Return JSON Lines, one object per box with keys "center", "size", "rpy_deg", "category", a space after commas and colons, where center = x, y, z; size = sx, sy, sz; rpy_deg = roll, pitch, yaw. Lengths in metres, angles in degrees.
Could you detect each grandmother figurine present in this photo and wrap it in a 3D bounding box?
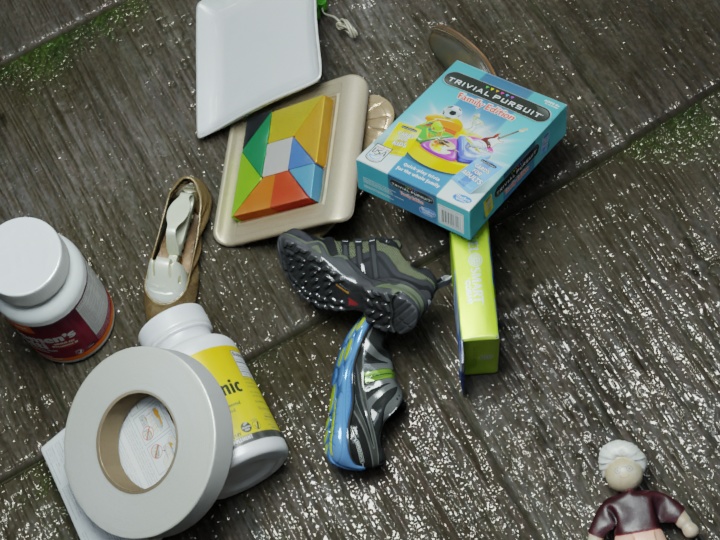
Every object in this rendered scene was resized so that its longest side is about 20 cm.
{"center": [0.295, 0.277, 1.560], "size": [0.120, 0.061, 0.202], "rpy_deg": [-9, 70, -7], "category": "grandmother figurine"}

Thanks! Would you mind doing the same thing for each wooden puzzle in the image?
{"center": [-0.086, -0.130, 1.727], "size": [0.199, 0.037, 0.187], "rpy_deg": [-9, 64, 36], "category": "wooden puzzle"}

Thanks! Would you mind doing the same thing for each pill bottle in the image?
{"center": [-0.169, 0.141, 1.633], "size": [0.111, 0.111, 0.201], "rpy_deg": [-28, 68, -5], "category": "pill bottle"}
{"center": [-0.349, 0.022, 1.650], "size": [0.108, 0.200, 0.111], "rpy_deg": [-2, 68, 5], "category": "pill bottle"}

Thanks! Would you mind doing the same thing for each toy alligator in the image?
{"center": [-0.085, -0.342, 1.841], "size": [0.054, 0.059, 0.200], "rpy_deg": [-39, 70, -9], "category": "toy alligator"}

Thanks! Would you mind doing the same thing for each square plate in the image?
{"center": [-0.121, -0.276, 1.791], "size": [0.199, 0.028, 0.200], "rpy_deg": [-21, 59, 33], "category": "square plate"}

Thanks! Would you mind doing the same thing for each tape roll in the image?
{"center": [-0.226, 0.181, 1.557], "size": [0.201, 0.037, 0.205], "rpy_deg": [-5, 80, 28], "category": "tape roll"}

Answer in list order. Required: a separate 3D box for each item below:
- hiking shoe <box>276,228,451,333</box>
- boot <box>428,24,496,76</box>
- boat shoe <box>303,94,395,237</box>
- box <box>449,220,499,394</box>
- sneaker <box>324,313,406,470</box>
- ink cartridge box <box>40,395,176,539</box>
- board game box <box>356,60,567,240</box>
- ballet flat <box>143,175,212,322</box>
{"center": [0.000, 0.000, 1.657], "size": [0.199, 0.076, 0.101], "rpy_deg": [27, 43, 24], "category": "hiking shoe"}
{"center": [0.121, -0.200, 1.756], "size": [0.097, 0.075, 0.200], "rpy_deg": [-35, 71, -11], "category": "boot"}
{"center": [-0.018, -0.112, 1.741], "size": [0.072, 0.065, 0.201], "rpy_deg": [33, 94, 22], "category": "boat shoe"}
{"center": [0.125, 0.024, 1.641], "size": [0.047, 0.122, 0.202], "rpy_deg": [-5, 68, 3], "category": "box"}
{"center": [0.012, 0.129, 1.650], "size": [0.082, 0.071, 0.201], "rpy_deg": [16, 66, -13], "category": "sneaker"}
{"center": [-0.240, 0.207, 1.609], "size": [0.199, 0.050, 0.163], "rpy_deg": [-37, 67, 16], "category": "ink cartridge box"}
{"center": [0.113, -0.138, 1.636], "size": [0.150, 0.047, 0.200], "rpy_deg": [26, 55, 26], "category": "board game box"}
{"center": [-0.216, -0.022, 1.722], "size": [0.067, 0.072, 0.202], "rpy_deg": [10, 70, 9], "category": "ballet flat"}
